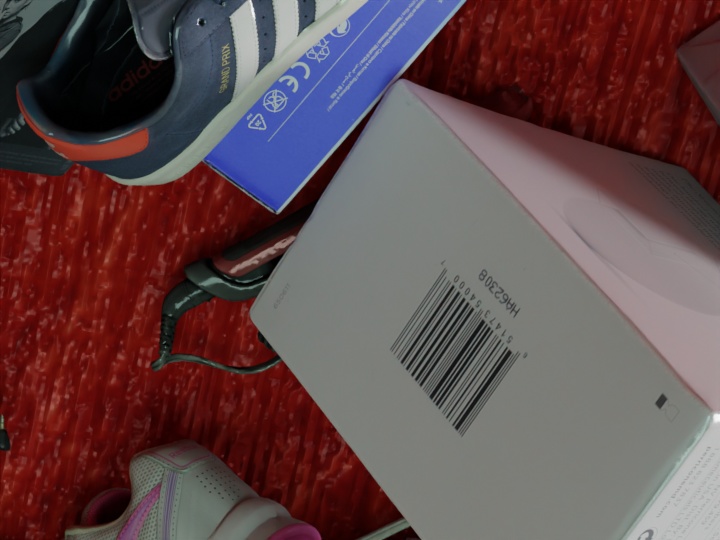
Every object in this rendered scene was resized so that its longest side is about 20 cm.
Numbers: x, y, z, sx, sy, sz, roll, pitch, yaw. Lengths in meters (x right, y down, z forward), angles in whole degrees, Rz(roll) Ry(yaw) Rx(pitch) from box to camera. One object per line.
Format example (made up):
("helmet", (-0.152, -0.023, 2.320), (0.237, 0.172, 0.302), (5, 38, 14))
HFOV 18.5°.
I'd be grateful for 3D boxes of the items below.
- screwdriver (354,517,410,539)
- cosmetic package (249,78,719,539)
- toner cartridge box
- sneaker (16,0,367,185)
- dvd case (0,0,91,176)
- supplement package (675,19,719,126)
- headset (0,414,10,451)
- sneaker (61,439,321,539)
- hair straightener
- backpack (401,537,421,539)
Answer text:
("screwdriver", (0.056, 0.091, 0.989), (0.198, 0.028, 0.029), (-18, 83, -18))
("cosmetic package", (0.099, 0.047, 0.868), (0.199, 0.200, 0.123), (11, 120, -46))
("toner cartridge box", (0.011, -0.124, 0.868), (0.043, 0.095, 0.200), (35, 108, -22))
("sneaker", (-0.049, -0.113, 0.798), (0.200, 0.075, 0.084), (-52, 153, 16))
("dvd case", (-0.096, -0.118, 0.840), (0.200, 0.150, 0.025), (-48, 71, 15))
("supplement package", (0.243, -0.031, 0.929), (0.121, 0.120, 0.200), (-34, 116, 7))
("headset", (-0.240, 0.044, 0.914), (0.199, 0.094, 0.124), (18, 128, -37))
("sneaker", (-0.099, 0.148, 1.008), (0.088, 0.081, 0.200), (51, 125, 17))
("hair straightener", (0.000, 0.000, 0.957), (0.199, 0.041, 0.077), (-30, 117, 2))
("backpack", (0.039, 0.225, 1.017), (0.152, 0.163, 0.202), (18, 107, 9))
